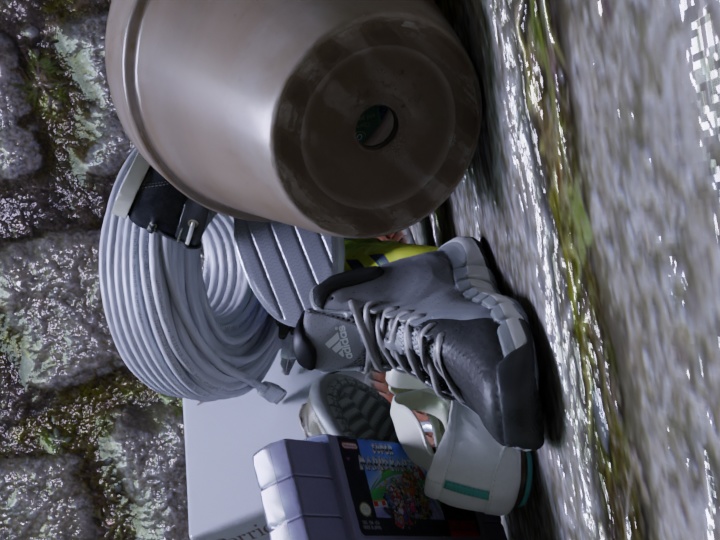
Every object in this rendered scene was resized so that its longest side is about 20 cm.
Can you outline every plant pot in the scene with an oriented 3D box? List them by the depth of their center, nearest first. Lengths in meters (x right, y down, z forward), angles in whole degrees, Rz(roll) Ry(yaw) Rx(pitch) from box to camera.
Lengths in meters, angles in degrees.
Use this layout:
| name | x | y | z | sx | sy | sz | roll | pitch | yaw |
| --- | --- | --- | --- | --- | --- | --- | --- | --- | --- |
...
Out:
| name | x | y | z | sx | sy | sz | roll | pitch | yaw |
| --- | --- | --- | --- | --- | --- | --- | --- | --- | --- |
| plant pot | -0.024 | -0.100 | 0.719 | 0.174 | 0.199 | 0.201 | -135 | 32 | -56 |

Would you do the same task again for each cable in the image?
| name | x | y | z | sx | sy | sz | roll | pitch | yaw |
| --- | --- | --- | --- | --- | --- | --- | --- | --- | --- |
| cable | -0.112 | -0.006 | 0.958 | 0.200 | 0.069 | 0.202 | 19 | -107 | -63 |

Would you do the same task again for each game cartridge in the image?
| name | x | y | z | sx | sy | sz | roll | pitch | yaw |
| --- | --- | --- | --- | --- | --- | --- | --- | --- | --- |
| game cartridge | 0.026 | 0.157 | 0.720 | 0.199 | 0.038 | 0.131 | 16 | -123 | -53 |

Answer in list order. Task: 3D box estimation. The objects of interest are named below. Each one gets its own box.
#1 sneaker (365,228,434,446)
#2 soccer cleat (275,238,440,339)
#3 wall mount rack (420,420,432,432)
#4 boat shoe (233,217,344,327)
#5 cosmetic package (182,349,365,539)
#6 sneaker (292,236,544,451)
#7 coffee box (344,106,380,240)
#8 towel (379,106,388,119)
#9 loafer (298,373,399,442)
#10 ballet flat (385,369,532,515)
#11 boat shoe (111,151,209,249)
| name | x | y | z | sx | sy | sz | roll | pitch | yaw |
| --- | --- | --- | --- | --- | --- | --- | --- | --- | --- |
| sneaker | 0.037 | 0.056 | 0.992 | 0.080 | 0.071 | 0.201 | 63 | -165 | -61 |
| soccer cleat | -0.001 | 0.000 | 0.913 | 0.200 | 0.064 | 0.084 | -19 | 61 | 56 |
| wall mount rack | 0.023 | 0.206 | 0.913 | 0.173 | 0.074 | 0.201 | 3 | 106 | 45 |
| boat shoe | -0.053 | -0.057 | 0.889 | 0.071 | 0.072 | 0.201 | 47 | -154 | -76 |
| cosmetic package | -0.026 | 0.178 | 1.067 | 0.167 | 0.166 | 0.200 | -102 | -15 | -50 |
| sneaker | 0.024 | 0.044 | 0.681 | 0.200 | 0.115 | 0.076 | -108 | 9 | -72 |
| coffee box | -0.029 | -0.133 | 0.908 | 0.123 | 0.044 | 0.201 | -145 | 42 | -62 |
| towel | 0.014 | -0.112 | 0.999 | 0.200 | 0.048 | 0.112 | 93 | 164 | -64 |
| loafer | 0.013 | 0.158 | 0.804 | 0.201 | 0.069 | 0.075 | 61 | -151 | -2 |
| ballet flat | 0.047 | 0.068 | 0.763 | 0.200 | 0.069 | 0.070 | -105 | 6 | -63 |
| boat shoe | -0.083 | -0.109 | 0.829 | 0.201 | 0.067 | 0.072 | -60 | 6 | 11 |
